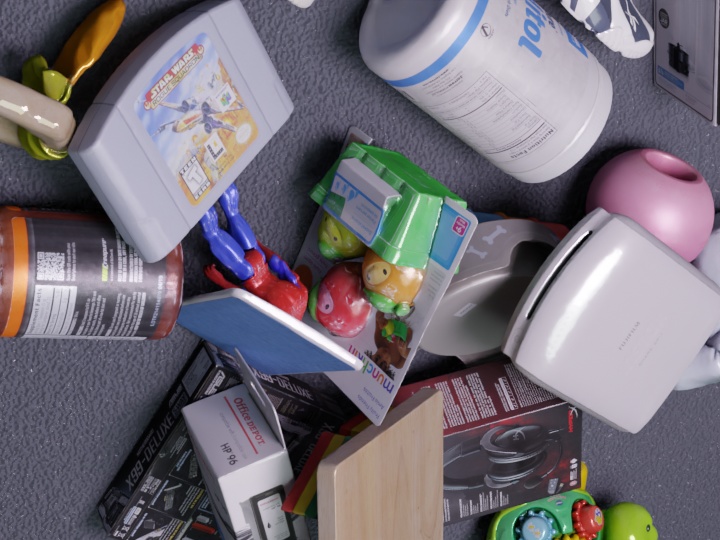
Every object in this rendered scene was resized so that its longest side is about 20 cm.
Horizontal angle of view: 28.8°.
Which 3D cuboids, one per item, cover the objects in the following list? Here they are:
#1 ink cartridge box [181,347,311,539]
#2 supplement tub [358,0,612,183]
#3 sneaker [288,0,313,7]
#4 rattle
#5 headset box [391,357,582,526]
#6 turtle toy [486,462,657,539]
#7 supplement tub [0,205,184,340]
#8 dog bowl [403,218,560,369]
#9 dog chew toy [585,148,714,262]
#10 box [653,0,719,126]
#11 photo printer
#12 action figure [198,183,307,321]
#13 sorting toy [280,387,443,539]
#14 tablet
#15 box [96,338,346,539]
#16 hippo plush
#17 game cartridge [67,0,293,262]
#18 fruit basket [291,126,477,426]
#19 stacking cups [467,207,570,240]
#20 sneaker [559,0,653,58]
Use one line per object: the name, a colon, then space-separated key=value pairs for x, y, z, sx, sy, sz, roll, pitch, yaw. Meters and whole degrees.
ink cartridge box: x=-0.101 y=0.184 z=1.242 sx=0.067 sy=0.116 sz=0.202 roll=-21 pitch=123 yaw=-14
supplement tub: x=0.107 y=-0.178 z=1.199 sx=0.199 sy=0.132 sz=0.132 roll=31 pitch=100 yaw=-34
sneaker: x=-0.081 y=-0.296 z=1.080 sx=0.199 sy=0.077 sz=0.112 roll=28 pitch=108 yaw=-37
rattle: x=-0.297 y=-0.173 z=1.057 sx=0.198 sy=0.130 sz=0.144 roll=21 pitch=96 yaw=-4
headset box: x=0.114 y=0.170 z=1.386 sx=0.198 sy=0.078 sz=0.150 roll=-15 pitch=136 yaw=-7
turtle toy: x=0.223 y=0.287 z=1.514 sx=0.198 sy=0.101 sz=0.147 roll=-9 pitch=119 yaw=-20
supplement tub: x=-0.251 y=0.002 z=1.146 sx=0.198 sy=0.107 sz=0.108 roll=3 pitch=115 yaw=-25
dog bowl: x=0.111 y=0.025 z=1.304 sx=0.198 sy=0.059 sz=0.201 roll=-14 pitch=150 yaw=-8
dog chew toy: x=0.260 y=-0.016 z=1.367 sx=0.123 sy=0.125 sz=0.202 roll=6 pitch=122 yaw=-27
box: x=0.317 y=-0.248 z=1.268 sx=0.059 sy=0.117 sz=0.202 roll=-15 pitch=123 yaw=-14
photo printer: x=0.222 y=0.044 z=1.247 sx=0.199 sy=0.069 sz=0.167 roll=30 pitch=97 yaw=-42
action figure: x=-0.101 y=-0.013 z=1.201 sx=0.201 sy=0.051 sz=0.065 roll=56 pitch=45 yaw=-12
sorting toy: x=0.000 y=0.224 z=1.231 sx=0.198 sy=0.069 sz=0.203 roll=-27 pitch=120 yaw=-57
tablet: x=-0.090 y=0.053 z=1.189 sx=0.129 sy=0.199 sz=0.014 roll=32 pitch=71 yaw=-21
box: x=-0.130 y=0.182 z=1.329 sx=0.157 sy=0.050 sz=0.201 roll=25 pitch=104 yaw=-33
hippo plush: x=0.360 y=0.029 z=1.419 sx=0.158 sy=0.200 sz=0.162 roll=-13 pitch=105 yaw=18
game cartridge: x=-0.140 y=-0.122 z=1.117 sx=0.201 sy=0.041 sz=0.134 roll=-52 pitch=136 yaw=-29
fruit basket: x=0.000 y=0.000 z=1.212 sx=0.093 sy=0.185 sz=0.201 roll=16 pitch=109 yaw=-44
stacking cups: x=0.114 y=-0.031 z=1.321 sx=0.198 sy=0.061 sz=0.061 roll=4 pitch=114 yaw=-26
sneaker: x=0.218 y=-0.283 z=1.224 sx=0.198 sy=0.080 sz=0.130 roll=35 pitch=107 yaw=-24
